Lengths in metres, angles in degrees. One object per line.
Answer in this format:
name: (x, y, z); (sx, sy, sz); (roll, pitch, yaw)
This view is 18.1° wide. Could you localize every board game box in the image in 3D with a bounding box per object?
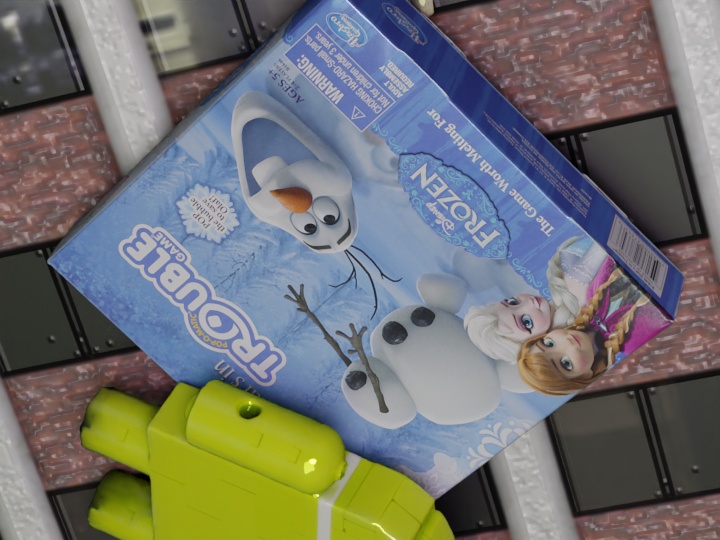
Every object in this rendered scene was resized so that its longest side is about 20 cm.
board game box: (0.000, 0.000, 0.976); (0.200, 0.043, 0.199); (43, 122, -11)

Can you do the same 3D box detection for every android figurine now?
android figurine: (-0.035, 0.123, 1.017); (0.199, 0.041, 0.183); (24, 140, 16)

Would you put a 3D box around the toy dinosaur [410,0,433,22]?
toy dinosaur: (-0.015, -0.193, 0.895); (0.200, 0.048, 0.088); (44, 133, -14)
